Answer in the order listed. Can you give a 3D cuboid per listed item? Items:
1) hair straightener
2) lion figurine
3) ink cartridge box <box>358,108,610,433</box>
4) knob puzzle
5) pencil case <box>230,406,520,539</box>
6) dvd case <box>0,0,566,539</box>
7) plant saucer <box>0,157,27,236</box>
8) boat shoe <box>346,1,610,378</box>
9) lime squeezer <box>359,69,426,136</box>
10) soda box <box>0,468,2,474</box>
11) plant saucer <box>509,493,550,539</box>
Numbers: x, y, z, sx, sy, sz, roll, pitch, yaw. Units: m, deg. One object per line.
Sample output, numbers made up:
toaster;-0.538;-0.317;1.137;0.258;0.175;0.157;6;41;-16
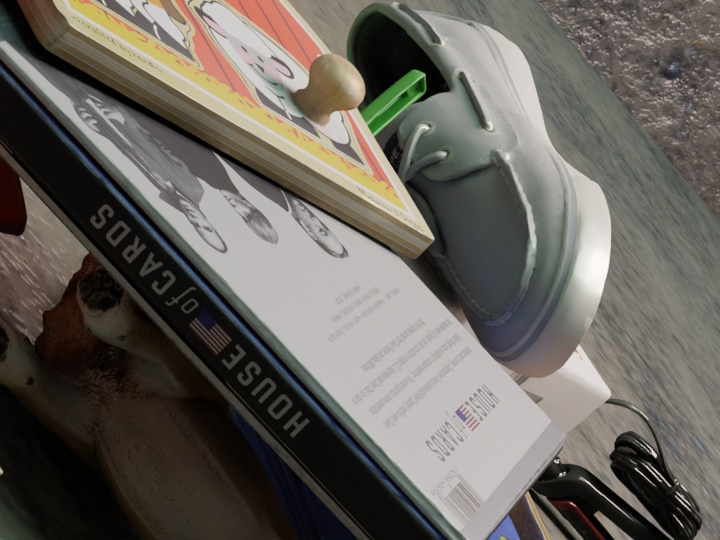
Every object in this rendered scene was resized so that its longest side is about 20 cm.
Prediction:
hair straightener;0.149;0.122;1.421;0.200;0.077;0.041;50;13;-11
lion figurine;-0.042;0.065;0.845;0.200;0.072;0.122;64;9;28
ink cartridge box;0.000;0.000;1.177;0.146;0.084;0.200;57;13;24
knob puzzle;-0.063;-0.107;0.922;0.220;0.030;0.220;42;16;-15
pencil case;0.000;0.071;0.966;0.087;0.078;0.200;13;31;-28
dvd case;-0.028;-0.003;0.857;0.200;0.025;0.150;48;16;3
plant saucer;-0.165;-0.110;0.832;0.200;0.037;0.201;15;61;-72
boat shoe;0.036;-0.037;1.076;0.068;0.072;0.200;21;33;-24
lime squeezer;-0.018;-0.001;0.965;0.200;0.070;0.038;-85;156;-47
soda box;-0.147;0.023;0.537;0.064;0.068;0.200;56;12;17
plant saucer;0.071;0.147;1.034;0.200;0.035;0.201;-25;90;-89
